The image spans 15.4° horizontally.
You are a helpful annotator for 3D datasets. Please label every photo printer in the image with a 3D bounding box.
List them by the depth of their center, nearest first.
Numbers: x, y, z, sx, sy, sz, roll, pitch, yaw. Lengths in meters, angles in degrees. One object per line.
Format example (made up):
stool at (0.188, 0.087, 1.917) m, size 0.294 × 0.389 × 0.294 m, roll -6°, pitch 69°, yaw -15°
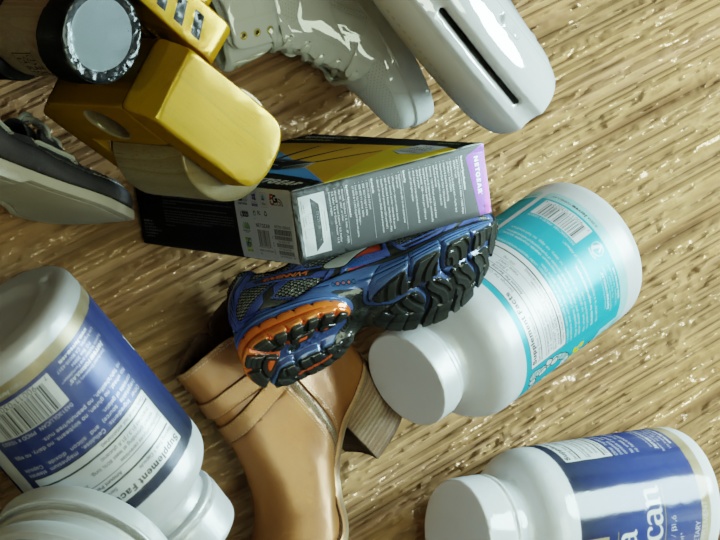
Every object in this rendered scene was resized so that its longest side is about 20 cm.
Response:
photo printer at (0.050, -0.186, 1.755) m, size 0.069 × 0.200 × 0.166 m, roll -37°, pitch 124°, yaw 8°

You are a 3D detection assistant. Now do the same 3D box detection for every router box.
router box at (-0.034, -0.049, 1.712) m, size 0.148 × 0.200 × 0.051 m, roll -15°, pitch 103°, yaw -32°

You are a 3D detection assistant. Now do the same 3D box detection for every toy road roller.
toy road roller at (-0.126, -0.147, 1.604) m, size 0.200 × 0.123 × 0.147 m, roll 40°, pitch 70°, yaw -34°

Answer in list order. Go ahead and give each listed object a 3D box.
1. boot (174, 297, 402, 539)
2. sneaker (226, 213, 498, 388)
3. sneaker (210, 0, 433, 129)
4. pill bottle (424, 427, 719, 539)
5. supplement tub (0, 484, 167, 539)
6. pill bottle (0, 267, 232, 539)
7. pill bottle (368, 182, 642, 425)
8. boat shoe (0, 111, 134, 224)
boot at (-0.065, 0.117, 1.774) m, size 0.155 × 0.076 × 0.201 m, roll 44°, pitch 67°, yaw -29°
sneaker at (0.000, 0.000, 1.738) m, size 0.199 × 0.079 × 0.076 m, roll -21°, pitch 145°, yaw -18°
sneaker at (-0.045, -0.153, 1.780) m, size 0.116 × 0.074 × 0.200 m, roll -42°, pitch 104°, yaw -22°
pill bottle at (0.149, 0.177, 1.899) m, size 0.199 × 0.111 × 0.112 m, roll -6°, pitch 96°, yaw -33°
supplement tub at (-0.192, 0.239, 1.575) m, size 0.141 × 0.140 × 0.200 m, roll 52°, pitch 34°, yaw -24°
pill bottle at (-0.169, 0.105, 1.677) m, size 0.111 × 0.111 × 0.200 m, roll -47°, pitch 116°, yaw -22°
pill bottle at (0.096, 0.028, 1.840) m, size 0.200 × 0.110 × 0.111 m, roll -34°, pitch 111°, yaw -36°
boat shoe at (-0.203, -0.072, 1.653) m, size 0.200 × 0.072 × 0.063 m, roll 21°, pitch 67°, yaw -58°
